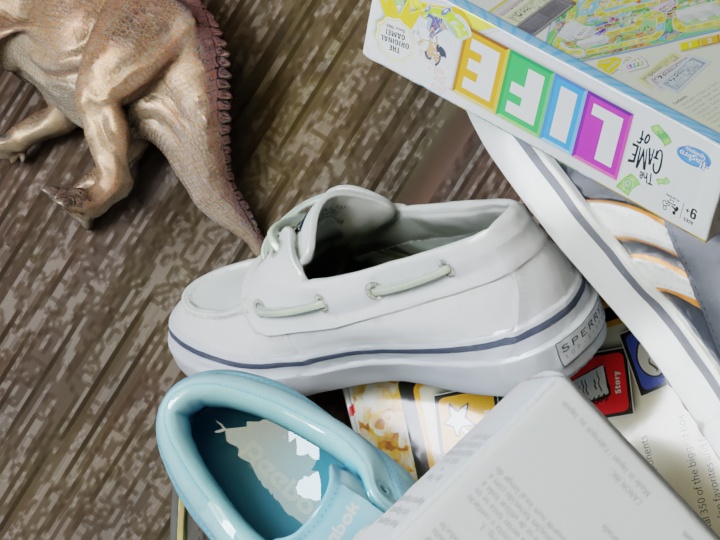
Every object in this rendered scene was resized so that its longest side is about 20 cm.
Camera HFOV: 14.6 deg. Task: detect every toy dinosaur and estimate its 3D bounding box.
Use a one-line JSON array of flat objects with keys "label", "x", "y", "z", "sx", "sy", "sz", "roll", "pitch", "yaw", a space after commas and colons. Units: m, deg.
[{"label": "toy dinosaur", "x": -0.096, "y": -0.096, "z": 1.074, "sx": 0.200, "sy": 0.086, "sz": 0.136, "roll": 39, "pitch": 87, "yaw": 20}]

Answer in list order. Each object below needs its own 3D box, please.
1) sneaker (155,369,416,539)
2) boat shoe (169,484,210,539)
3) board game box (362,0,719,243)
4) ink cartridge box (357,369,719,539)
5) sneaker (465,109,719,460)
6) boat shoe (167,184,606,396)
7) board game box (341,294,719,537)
[{"label": "sneaker", "x": 0.007, "y": 0.103, "z": 0.921, "sx": 0.200, "sy": 0.082, "sz": 0.074, "roll": 33, "pitch": 90, "yaw": 18}, {"label": "boat shoe", "x": -0.044, "y": 0.160, "z": 0.994, "sx": 0.060, "sy": 0.072, "sz": 0.202, "roll": -3, "pitch": 68, "yaw": 19}, {"label": "board game box", "x": 0.115, "y": -0.089, "z": 0.929, "sx": 0.134, "sy": 0.200, "sz": 0.034, "roll": 31, "pitch": 129, "yaw": 26}, {"label": "ink cartridge box", "x": 0.043, "y": 0.155, "z": 0.869, "sx": 0.200, "sy": 0.057, "sz": 0.163, "roll": -43, "pitch": 92, "yaw": -7}, {"label": "sneaker", "x": 0.116, "y": -0.006, "z": 0.912, "sx": 0.079, "sy": 0.078, "sz": 0.200, "roll": -41, "pitch": 74, "yaw": 12}, {"label": "boat shoe", "x": 0.000, "y": 0.000, "z": 0.981, "sx": 0.200, "sy": 0.067, "sz": 0.074, "roll": -4, "pitch": 32, "yaw": 43}, {"label": "board game box", "x": 0.104, "y": 0.081, "z": 0.963, "sx": 0.199, "sy": 0.046, "sz": 0.152, "roll": -18, "pitch": 72, "yaw": 18}]
